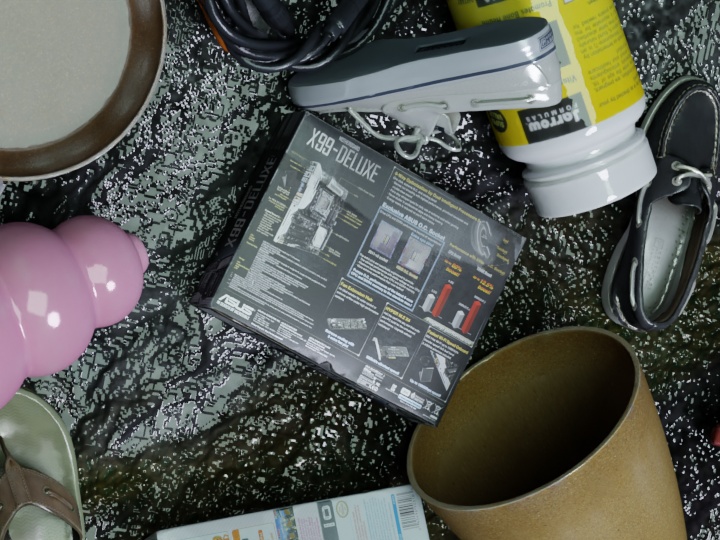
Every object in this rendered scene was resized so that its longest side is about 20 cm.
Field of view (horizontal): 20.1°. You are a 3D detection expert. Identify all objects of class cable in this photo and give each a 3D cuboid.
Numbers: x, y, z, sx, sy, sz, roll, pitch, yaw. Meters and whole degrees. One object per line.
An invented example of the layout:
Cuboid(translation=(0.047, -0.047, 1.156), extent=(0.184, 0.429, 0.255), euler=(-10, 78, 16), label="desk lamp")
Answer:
Cuboid(translation=(-0.015, -0.212, 1.390), extent=(0.200, 0.051, 0.163), euler=(-9, 120, -43), label="cable")

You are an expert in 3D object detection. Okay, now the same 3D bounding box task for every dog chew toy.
Cuboid(translation=(-0.235, 0.024, 1.369), extent=(0.200, 0.124, 0.125), euler=(-24, 103, -22), label="dog chew toy")

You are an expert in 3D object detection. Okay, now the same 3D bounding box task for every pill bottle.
Cuboid(translation=(0.139, -0.148, 1.474), extent=(0.114, 0.114, 0.200), euler=(-25, 103, -14), label="pill bottle")

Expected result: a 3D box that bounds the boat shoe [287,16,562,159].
Cuboid(translation=(0.049, -0.119, 1.432), extent=(0.202, 0.075, 0.086), euler=(-9, 114, 22), label="boat shoe")

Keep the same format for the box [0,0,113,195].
Cuboid(translation=(-0.293, -0.161, 1.362), extent=(0.200, 0.050, 0.199), euler=(30, 84, -21), label="box")

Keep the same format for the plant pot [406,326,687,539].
Cuboid(translation=(0.162, 0.175, 1.500), extent=(0.186, 0.186, 0.200), euler=(-39, 119, -11), label="plant pot")

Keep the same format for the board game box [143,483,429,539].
Cuboid(translation=(-0.045, 0.245, 1.464), extent=(0.200, 0.064, 0.148), euler=(-7, 79, -19), label="board game box")

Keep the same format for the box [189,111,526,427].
Cuboid(translation=(0.000, 0.000, 1.472), extent=(0.200, 0.050, 0.158), euler=(28, 82, -19), label="box")

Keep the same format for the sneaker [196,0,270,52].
Cuboid(translation=(-0.125, -0.238, 1.400), extent=(0.078, 0.112, 0.200), euler=(-58, 147, -42), label="sneaker")

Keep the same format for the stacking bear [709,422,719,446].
Cuboid(translation=(0.354, 0.044, 1.575), extent=(0.114, 0.121, 0.200), euler=(14, 81, -46), label="stacking bear")

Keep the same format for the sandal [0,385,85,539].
Cuboid(translation=(-0.226, 0.174, 1.417), extent=(0.080, 0.057, 0.201), euler=(-16, 98, -17), label="sandal")

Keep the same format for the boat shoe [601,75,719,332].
Cuboid(translation=(0.238, -0.050, 1.546), extent=(0.074, 0.060, 0.200), euler=(20, 90, -19), label="boat shoe")

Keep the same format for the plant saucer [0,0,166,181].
Cuboid(translation=(-0.229, -0.160, 1.343), extent=(0.200, 0.034, 0.201), euler=(-2, 97, -20), label="plant saucer")
